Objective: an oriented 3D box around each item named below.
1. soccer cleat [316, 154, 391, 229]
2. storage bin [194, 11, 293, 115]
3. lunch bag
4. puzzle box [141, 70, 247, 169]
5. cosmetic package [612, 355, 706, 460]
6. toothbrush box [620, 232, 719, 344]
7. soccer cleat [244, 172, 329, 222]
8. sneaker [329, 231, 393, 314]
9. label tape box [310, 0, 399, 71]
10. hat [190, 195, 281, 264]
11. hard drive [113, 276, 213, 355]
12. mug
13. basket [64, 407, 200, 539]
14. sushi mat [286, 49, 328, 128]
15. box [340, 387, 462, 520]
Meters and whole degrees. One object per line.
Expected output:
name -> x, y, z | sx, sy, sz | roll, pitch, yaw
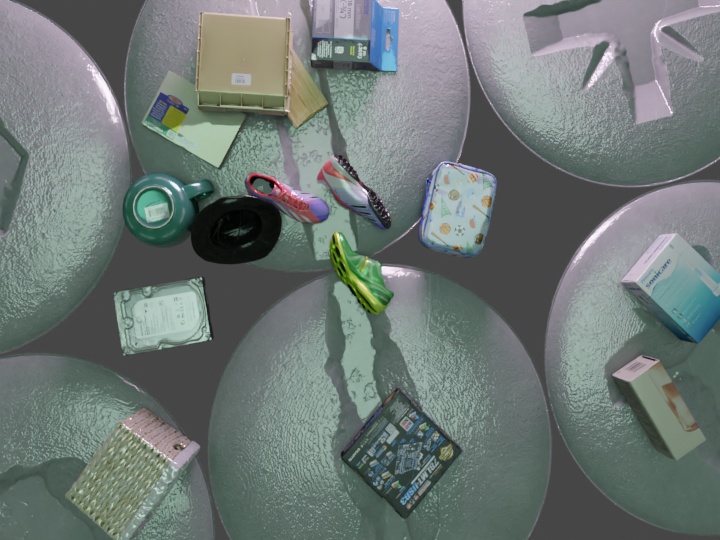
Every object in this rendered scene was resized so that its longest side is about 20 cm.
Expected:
soccer cleat -> -0.012, -0.160, 1.546 | 0.073, 0.068, 0.201 | -40, 95, 21
storage bin -> -0.246, -0.435, 1.497 | 0.195, 0.094, 0.204 | 2, 86, -5
lunch bag -> 0.210, -0.138, 1.546 | 0.156, 0.076, 0.205 | 13, 89, 0
puzzle box -> -0.365, -0.331, 1.542 | 0.197, 0.025, 0.135 | 30, 88, -2
cosmetic package -> 0.658, 0.300, 1.548 | 0.086, 0.103, 0.203 | -31, 92, -2
toothbrush box -> 0.711, 0.039, 1.563 | 0.199, 0.085, 0.147 | 42, 88, -2
soccer cleat -> -0.161, -0.158, 1.524 | 0.196, 0.076, 0.068 | 24, 88, -2
sneaker -> 0.000, 0.000, 1.543 | 0.083, 0.074, 0.202 | -33, 88, -28
label tape box -> -0.010, -0.524, 1.545 | 0.195, 0.063, 0.148 | 2, 90, -3
hat -> -0.272, -0.103, 1.510 | 0.196, 0.082, 0.204 | -13, 133, -14
hard drive -> -0.428, 0.099, 1.526 | 0.195, 0.038, 0.143 | -9, 89, -2
mug -> -0.419, -0.142, 1.491 | 0.150, 0.114, 0.188 | 30, 88, -2
basket -> -0.460, 0.414, 1.440 | 0.160, 0.198, 0.201 | 38, 88, 0
sushi mat -> -0.162, -0.426, 1.560 | 0.095, 0.012, 0.202 | -34, 90, -1
box -> 0.090, 0.402, 1.543 | 0.198, 0.050, 0.201 | 42, 87, -2
